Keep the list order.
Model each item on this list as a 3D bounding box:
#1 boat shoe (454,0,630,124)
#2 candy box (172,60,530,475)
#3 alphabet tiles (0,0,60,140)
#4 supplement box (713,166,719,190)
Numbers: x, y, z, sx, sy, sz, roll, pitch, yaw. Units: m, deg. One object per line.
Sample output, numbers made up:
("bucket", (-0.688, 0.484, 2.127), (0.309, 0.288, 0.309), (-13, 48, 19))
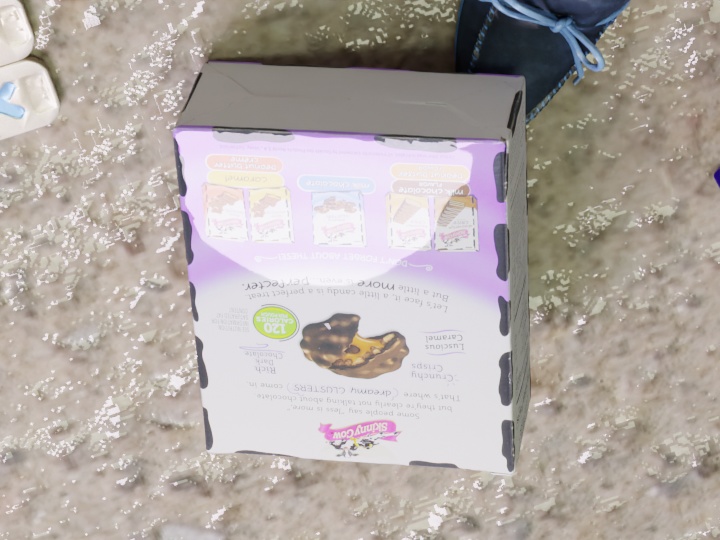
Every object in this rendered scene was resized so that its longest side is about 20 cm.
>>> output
("boat shoe", (0.099, -0.152, 1.378), (0.084, 0.069, 0.201), (12, 119, -17))
("candy box", (0.000, 0.000, 1.429), (0.167, 0.072, 0.201), (4, 123, 10))
("alphabet tiles", (-0.255, -0.094, 1.386), (0.194, 0.015, 0.201), (-16, 124, 1))
("supplement box", (0.291, -0.072, 1.443), (0.103, 0.101, 0.200), (32, 111, -25))
